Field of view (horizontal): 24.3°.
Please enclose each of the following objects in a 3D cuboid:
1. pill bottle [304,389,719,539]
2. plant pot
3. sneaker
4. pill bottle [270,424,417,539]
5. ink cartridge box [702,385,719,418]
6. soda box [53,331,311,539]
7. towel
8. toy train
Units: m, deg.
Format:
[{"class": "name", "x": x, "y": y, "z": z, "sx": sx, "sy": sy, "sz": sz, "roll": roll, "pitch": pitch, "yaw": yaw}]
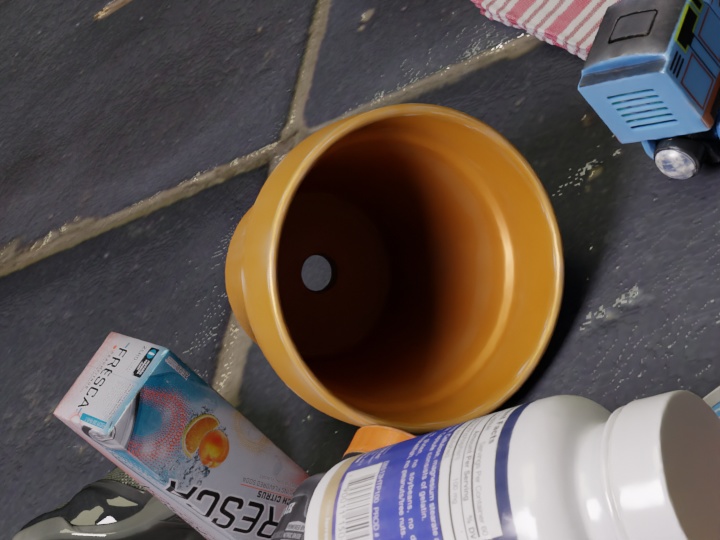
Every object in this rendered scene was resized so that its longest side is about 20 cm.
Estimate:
[{"class": "pill bottle", "x": 0.083, "y": 0.128, "z": 0.829, "sx": 0.200, "sy": 0.120, "sz": 0.120, "roll": -20, "pitch": 41, "yaw": 33}, {"class": "plant pot", "x": 0.000, "y": 0.000, "z": 1.087, "sx": 0.200, "sy": 0.200, "sz": 0.183, "roll": -55, "pitch": 20, "yaw": -15}, {"class": "sneaker", "x": -0.153, "y": 0.154, "z": 1.175, "sx": 0.199, "sy": 0.076, "sz": 0.114, "roll": -25, "pitch": 37, "yaw": 23}, {"class": "pill bottle", "x": -0.011, "y": 0.189, "z": 0.956, "sx": 0.106, "sy": 0.106, "sz": 0.200, "roll": -1, "pitch": 52, "yaw": 46}, {"class": "ink cartridge box", "x": 0.174, "y": 0.158, "z": 0.847, "sx": 0.200, "sy": 0.045, "sz": 0.176, "roll": -39, "pitch": 33, "yaw": 9}, {"class": "soda box", "x": -0.090, "y": 0.122, "z": 1.024, "sx": 0.068, "sy": 0.200, "sz": 0.064, "roll": 11, "pitch": 62, "yaw": 50}, {"class": "towel", "x": 0.184, "y": -0.226, "z": 1.264, "sx": 0.146, "sy": 0.030, "sz": 0.200, "roll": -47, "pitch": 36, "yaw": -4}, {"class": "toy train", "x": 0.217, "y": -0.156, "z": 1.071, "sx": 0.087, "sy": 0.114, "sz": 0.200, "roll": -3, "pitch": 52, "yaw": 44}]
